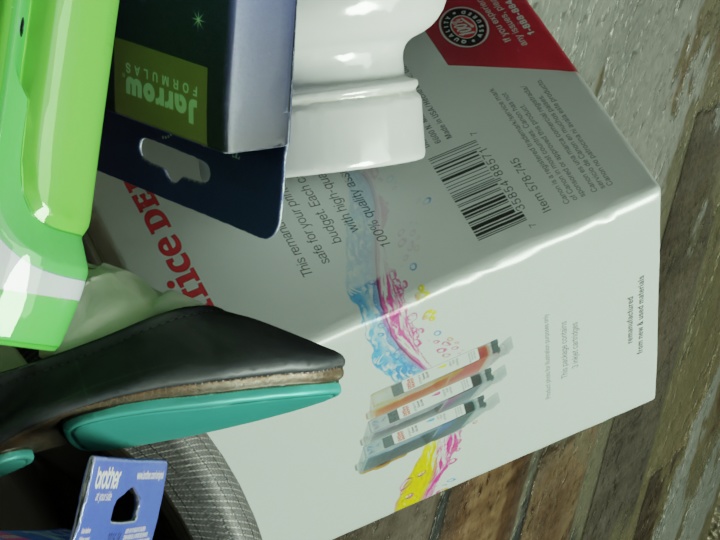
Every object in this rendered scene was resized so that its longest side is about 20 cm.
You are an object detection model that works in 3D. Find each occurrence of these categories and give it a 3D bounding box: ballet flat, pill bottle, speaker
[{"bbox_3d":[-0.107,0.036,0.826,0.073,0.199,0.073,164,-90,-86],"label":"ballet flat"},{"bbox_3d":[-0.027,-0.135,0.886,0.111,0.111,0.201,-20,105,-68],"label":"pill bottle"},{"bbox_3d":[-0.115,-0.079,0.770,0.088,0.088,0.201,15,82,-73],"label":"speaker"}]

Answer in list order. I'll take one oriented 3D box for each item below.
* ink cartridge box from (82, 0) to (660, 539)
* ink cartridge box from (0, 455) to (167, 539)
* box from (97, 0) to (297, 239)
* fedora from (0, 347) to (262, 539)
[{"bbox_3d":[0.000,0.000,1.004,0.200,0.145,0.145,-22,145,-11],"label":"ink cartridge box"},{"bbox_3d":[-0.114,0.152,0.803,0.119,0.042,0.201,31,76,-81],"label":"ink cartridge box"},{"bbox_3d":[-0.067,-0.117,0.825,0.032,0.121,0.201,-12,113,-40],"label":"box"},{"bbox_3d":[-0.125,0.118,0.911,0.177,0.200,0.090,-30,-168,-9],"label":"fedora"}]
